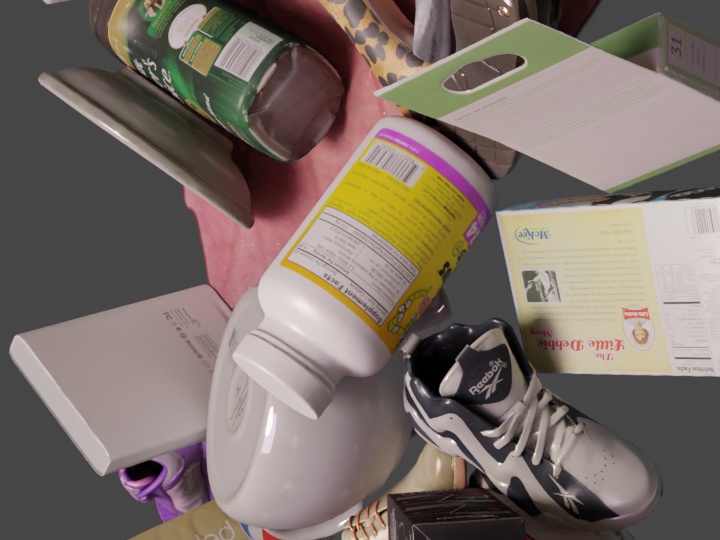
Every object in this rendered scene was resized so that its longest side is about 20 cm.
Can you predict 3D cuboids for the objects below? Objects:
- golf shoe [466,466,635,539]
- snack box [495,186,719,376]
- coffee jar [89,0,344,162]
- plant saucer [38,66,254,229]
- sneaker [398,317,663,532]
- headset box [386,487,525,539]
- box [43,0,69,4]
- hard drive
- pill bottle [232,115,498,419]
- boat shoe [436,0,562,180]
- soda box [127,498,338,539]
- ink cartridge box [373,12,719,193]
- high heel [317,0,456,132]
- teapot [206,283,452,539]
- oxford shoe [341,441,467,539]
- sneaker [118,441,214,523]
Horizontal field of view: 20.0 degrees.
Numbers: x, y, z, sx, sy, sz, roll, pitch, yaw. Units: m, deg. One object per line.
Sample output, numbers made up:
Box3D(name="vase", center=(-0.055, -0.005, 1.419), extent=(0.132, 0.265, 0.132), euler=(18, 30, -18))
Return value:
Box3D(name="golf shoe", center=(0.146, 0.186, 1.408), extent=(0.199, 0.072, 0.093), euler=(23, 119, 41))
Box3D(name="snack box", center=(0.179, 0.009, 1.328), extent=(0.199, 0.037, 0.117), euler=(-2, 104, 48))
Box3D(name="coffee jar", center=(-0.112, -0.163, 1.530), extent=(0.200, 0.104, 0.086), euler=(33, 87, 36))
Box3D(name="plant saucer", center=(-0.154, -0.107, 1.573), extent=(0.200, 0.200, 0.050), euler=(34, 88, 35))
Box3D(name="sneaker", center=(0.105, 0.097, 1.361), extent=(0.199, 0.080, 0.130), euler=(33, 166, 30))
Box3D(name="headset box", center=(0.062, 0.227, 1.353), extent=(0.200, 0.074, 0.150), euler=(170, 97, -85))
Box3D(name="box", center=(-0.156, -0.308, 1.450), extent=(0.105, 0.199, 0.185), euler=(43, 132, 29))
Box3D(name="hard drive", center=(-0.160, 0.082, 1.604), extent=(0.132, 0.199, 0.027), euler=(49, 129, 23))
Box3D(name="pill bottle", center=(0.000, 0.000, 1.390), extent=(0.104, 0.200, 0.104), euler=(35, 168, 8))
Box3D(name="boat shoe", center=(0.101, -0.136, 1.336), extent=(0.074, 0.073, 0.200), euler=(40, 152, 19))
Box3D(name="soda box", center=(-0.113, 0.222, 1.607), extent=(0.068, 0.199, 0.064), euler=(56, 138, 15))
Box3D(name="ink cartridge box", center=(0.129, -0.112, 1.221), extent=(0.145, 0.199, 0.048), euler=(-21, 55, 49))
Box3D(name="high heel", center=(-0.014, -0.164, 1.444), extent=(0.199, 0.071, 0.144), euler=(7, 104, 37))
Box3D(name="teapot", center=(-0.025, 0.107, 1.520), extent=(0.200, 0.145, 0.199), euler=(171, 107, -70))
Box3D(name="oxford shoe", center=(0.027, 0.194, 1.494), extent=(0.071, 0.073, 0.201), euler=(-96, 20, -52))
Box3D(name="sneaker", center=(-0.165, 0.164, 1.706), extent=(0.080, 0.088, 0.201), euler=(43, 151, 22))
